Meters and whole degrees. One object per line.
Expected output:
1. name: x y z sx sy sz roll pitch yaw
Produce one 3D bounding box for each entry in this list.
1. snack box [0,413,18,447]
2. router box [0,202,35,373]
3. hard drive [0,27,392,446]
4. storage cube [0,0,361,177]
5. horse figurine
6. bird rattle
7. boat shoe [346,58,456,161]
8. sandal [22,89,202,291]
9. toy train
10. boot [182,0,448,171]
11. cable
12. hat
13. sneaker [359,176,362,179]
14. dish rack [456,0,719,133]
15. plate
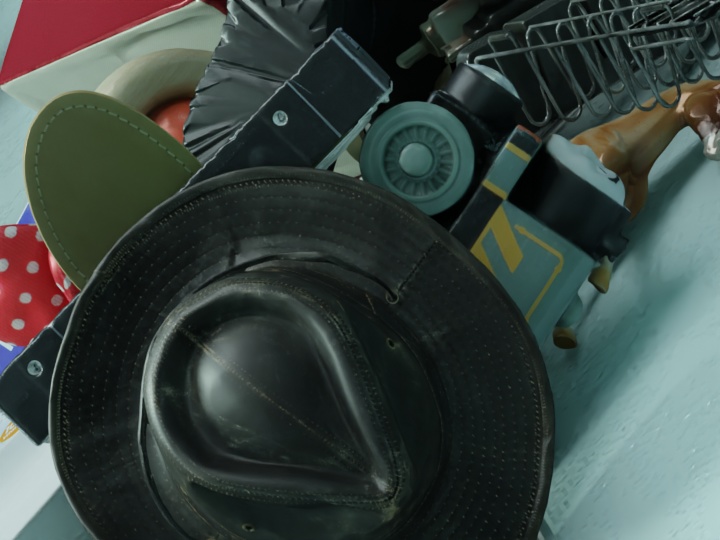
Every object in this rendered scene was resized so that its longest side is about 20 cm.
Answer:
1. snack box: -0.159 0.099 1.609 0.169 0.068 0.200 -42 16 20
2. router box: -0.157 -0.051 1.814 0.200 0.049 0.180 -55 3 46
3. hard drive: -0.066 -0.016 1.240 0.200 0.038 0.140 -46 3 4
4. storage cube: -0.066 -0.156 1.659 0.199 0.171 0.181 -17 50 43
5. horse figurine: 0.076 -0.014 1.317 0.200 0.050 0.133 -26 34 45
6. bird rattle: -0.094 -0.030 1.526 0.113 0.199 0.164 162 106 -68
7. boat shoe: 0.060 -0.130 1.600 0.068 0.075 0.200 -9 38 40
8. sandal: -0.075 -0.003 1.355 0.078 0.212 0.070 -45 18 4
9. toy train: 0.023 0.019 1.215 0.201 0.114 0.085 -57 0 1
10. boot: -0.014 -0.094 1.452 0.162 0.073 0.199 15 -96 -68
11. cable: 0.101 -0.156 1.419 0.199 0.097 0.050 -31 26 -6
12. hat: -0.021 0.053 1.123 0.201 0.200 0.081 -48 -4 -5
13. sneaker: 0.000 0.000 1.456 0.200 0.076 0.092 -38 10 3
14. dish rack: 0.142 -0.111 1.300 0.153 0.055 0.200 -33 14 -28
15. plate: -0.145 0.107 1.282 0.200 0.032 0.199 -47 12 -26
